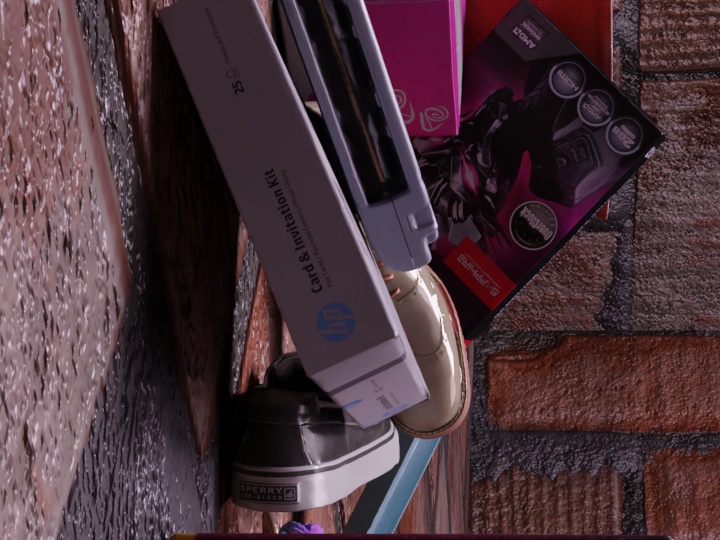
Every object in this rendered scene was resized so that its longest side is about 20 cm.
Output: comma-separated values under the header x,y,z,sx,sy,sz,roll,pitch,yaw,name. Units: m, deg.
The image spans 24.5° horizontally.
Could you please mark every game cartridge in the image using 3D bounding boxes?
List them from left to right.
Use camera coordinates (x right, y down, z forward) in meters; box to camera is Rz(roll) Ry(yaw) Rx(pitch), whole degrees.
x,y,z,sx,sy,sz,roll,pitch,yaw,name
-0.015,-0.112,0.765,0.133,0.041,0.201,-118,-173,-62,game cartridge

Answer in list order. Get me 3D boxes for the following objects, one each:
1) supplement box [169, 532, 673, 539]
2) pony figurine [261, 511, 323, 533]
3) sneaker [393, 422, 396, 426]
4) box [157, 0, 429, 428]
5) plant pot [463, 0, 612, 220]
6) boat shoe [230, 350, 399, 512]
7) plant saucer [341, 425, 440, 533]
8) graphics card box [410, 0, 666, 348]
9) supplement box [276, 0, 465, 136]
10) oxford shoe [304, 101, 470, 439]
x,y,z,sx,sy,sz,roll,pitch,yaw,name
0.028,0.152,0.677,0.110,0.198,0.087,58,31,-77,supplement box
0.022,0.216,0.793,0.166,0.191,0.202,-16,-108,62,pony figurine
0.018,0.069,1.074,0.200,0.074,0.083,-59,171,-78,sneaker
-0.022,-0.020,0.713,0.200,0.041,0.157,56,11,-78,box
0.075,-0.135,1.158,0.201,0.193,0.203,-1,90,-84,plant pot
-0.019,0.074,0.848,0.200,0.070,0.064,-19,110,-82,boat shoe
0.009,0.149,0.998,0.201,0.019,0.070,-61,164,-18,plant saucer
0.081,-0.055,1.044,0.126,0.200,0.051,46,9,10,graphics card box
0.013,-0.181,1.014,0.201,0.100,0.104,-83,170,-48,supplement box
0.000,0.000,0.915,0.201,0.070,0.074,64,10,10,oxford shoe
